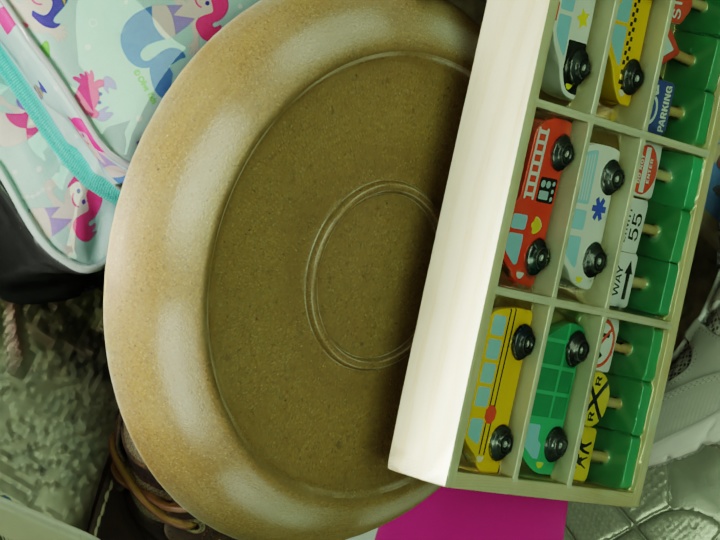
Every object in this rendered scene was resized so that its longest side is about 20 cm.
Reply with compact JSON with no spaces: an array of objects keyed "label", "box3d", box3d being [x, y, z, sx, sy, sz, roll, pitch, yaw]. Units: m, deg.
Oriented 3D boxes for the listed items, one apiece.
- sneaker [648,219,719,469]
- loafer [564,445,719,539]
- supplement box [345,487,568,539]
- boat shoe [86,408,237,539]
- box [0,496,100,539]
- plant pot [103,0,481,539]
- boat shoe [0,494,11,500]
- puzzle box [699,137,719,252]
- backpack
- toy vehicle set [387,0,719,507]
[{"label":"sneaker","box3d":[0.165,-0.004,1.134,0.200,0.075,0.082,-43,84,4]},{"label":"loafer","box3d":[0.131,0.084,1.195,0.199,0.063,0.072,-34,77,-7]},{"label":"supplement box","box3d":[0.016,0.062,1.120,0.101,0.103,0.202,9,85,-27]},{"label":"boat shoe","box3d":[-0.064,0.060,1.061,0.072,0.072,0.201,-8,129,-60]},{"label":"box","box3d":[-0.169,0.164,0.962,0.200,0.078,0.095,-40,141,16]},{"label":"plant pot","box3d":[0.000,0.000,1.007,0.199,0.027,0.202,-12,109,-40]},{"label":"boat shoe","box3d":[-0.125,0.116,1.049,0.199,0.084,0.069,31,91,-4]},{"label":"puzzle box","box3d":[0.185,-0.057,1.163,0.133,0.025,0.200,-40,138,11]},{"label":"backpack","box3d":[-0.078,-0.107,1.051,0.200,0.150,0.178,-34,91,-30]},{"label":"toy vehicle set","box3d":[0.076,-0.020,1.032,0.124,0.026,0.201,10,93,-52]}]
